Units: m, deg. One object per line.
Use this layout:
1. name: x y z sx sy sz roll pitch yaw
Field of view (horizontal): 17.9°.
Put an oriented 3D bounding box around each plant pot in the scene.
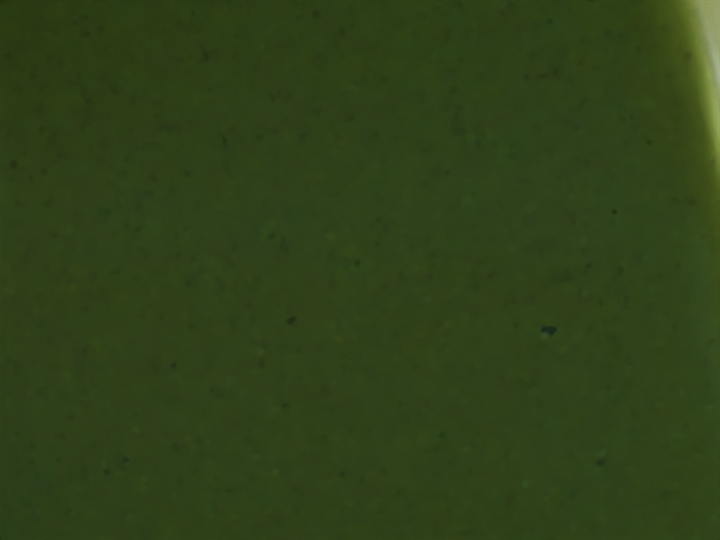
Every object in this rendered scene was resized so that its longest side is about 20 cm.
1. plant pot: -0.001 -0.034 0.506 0.196 0.194 0.200 -71 159 -64
